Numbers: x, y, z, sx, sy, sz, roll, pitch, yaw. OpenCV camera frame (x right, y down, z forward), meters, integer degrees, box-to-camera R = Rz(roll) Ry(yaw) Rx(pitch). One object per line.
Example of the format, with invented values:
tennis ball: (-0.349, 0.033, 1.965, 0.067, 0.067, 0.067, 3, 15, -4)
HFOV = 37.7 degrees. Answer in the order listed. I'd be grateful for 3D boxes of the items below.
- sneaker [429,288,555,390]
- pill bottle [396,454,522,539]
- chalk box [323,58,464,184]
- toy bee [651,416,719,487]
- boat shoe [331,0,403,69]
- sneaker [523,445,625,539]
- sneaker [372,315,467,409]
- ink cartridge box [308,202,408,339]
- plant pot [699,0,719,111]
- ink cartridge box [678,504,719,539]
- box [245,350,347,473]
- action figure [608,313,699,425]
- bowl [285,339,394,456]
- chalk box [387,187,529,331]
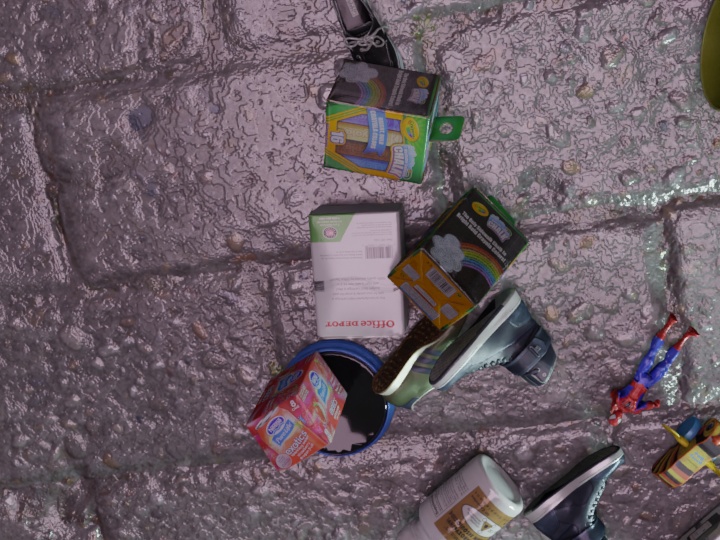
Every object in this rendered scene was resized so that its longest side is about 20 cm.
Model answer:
sneaker: (0.215, 0.149, 1.654, 0.202, 0.077, 0.146, -43, 102, -14)
pill bottle: (0.160, 0.407, 1.739, 0.200, 0.114, 0.114, -43, 94, 15)
chalk box: (0.054, -0.220, 1.586, 0.198, 0.125, 0.125, 12, 132, 6)
toy bee: (0.535, 0.268, 1.658, 0.130, 0.109, 0.202, 19, 105, 5)
boat shoe: (0.008, -0.360, 1.607, 0.073, 0.068, 0.201, -19, 100, 12)
sneaker: (0.385, 0.389, 1.714, 0.146, 0.077, 0.202, 48, 115, 7)
sneaker: (0.113, 0.143, 1.717, 0.200, 0.067, 0.090, -47, 123, 1)
ink cartridge box: (0.000, 0.000, 1.683, 0.144, 0.084, 0.202, -1, 103, 9)
plant pot: (0.614, -0.312, 1.492, 0.198, 0.187, 0.189, 4, 104, -8)
ink cartridge box: (0.610, 0.465, 1.703, 0.145, 0.084, 0.200, 43, 105, -3)
box: (-0.096, 0.216, 1.646, 0.099, 0.200, 0.096, -31, 99, 14)
action figure: (0.452, 0.172, 1.656, 0.065, 0.099, 0.201, 32, 108, 1)
bowl: (-0.041, 0.217, 1.763, 0.198, 0.039, 0.203, 2, 103, 8)
chalk box: (0.161, -0.031, 1.615, 0.125, 0.200, 0.124, 45, 148, -2)
